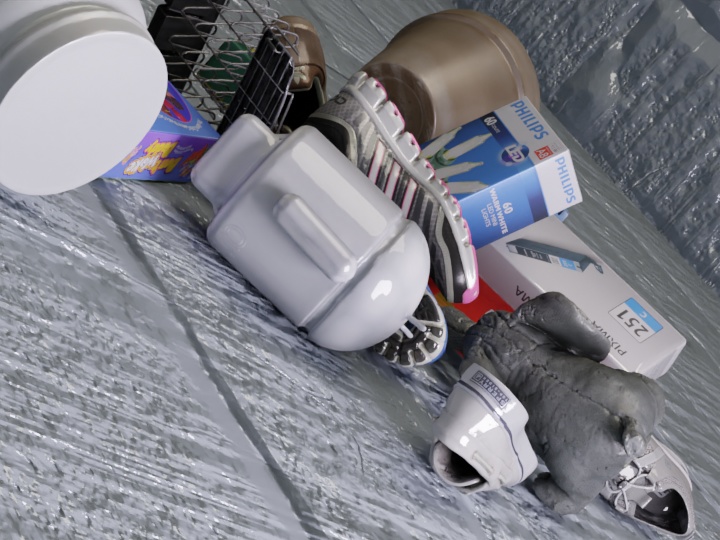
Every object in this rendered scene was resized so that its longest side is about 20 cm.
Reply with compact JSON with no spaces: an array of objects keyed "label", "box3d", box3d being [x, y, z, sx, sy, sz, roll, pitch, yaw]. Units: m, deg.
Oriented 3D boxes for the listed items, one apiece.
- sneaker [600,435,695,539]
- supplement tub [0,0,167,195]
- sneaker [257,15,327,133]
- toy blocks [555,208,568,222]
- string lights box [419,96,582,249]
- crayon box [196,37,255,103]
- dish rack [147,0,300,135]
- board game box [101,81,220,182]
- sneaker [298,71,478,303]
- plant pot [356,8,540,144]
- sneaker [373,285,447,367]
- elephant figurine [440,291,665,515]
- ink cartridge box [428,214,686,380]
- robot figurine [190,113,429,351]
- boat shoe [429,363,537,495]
[{"label":"sneaker","box3d":[0.230,0.167,1.741,0.199,0.075,0.082,32,22,-32]},{"label":"supplement tub","box3d":[-0.217,-0.156,1.214,0.200,0.145,0.144,51,14,30]},{"label":"sneaker","box3d":[-0.058,-0.113,1.654,0.201,0.070,0.076,84,-2,-50]},{"label":"toy blocks","box3d":[0.150,-0.037,2.021,0.100,0.137,0.200,42,13,-5]},{"label":"string lights box","box3d":[0.078,-0.064,1.724,0.103,0.199,0.059,-121,-173,-53]},{"label":"crayon box","box3d":[-0.050,-0.122,1.864,0.200,0.052,0.126,49,13,22]},{"label":"dish rack","box3d":[-0.106,-0.160,1.587,0.054,0.154,0.200,3,37,-39]},{"label":"board game box","box3d":[-0.189,-0.128,1.447,0.135,0.045,0.200,46,12,11]},{"label":"sneaker","box3d":[0.017,-0.050,1.527,0.201,0.087,0.074,58,-12,14]},{"label":"plant pot","box3d":[0.071,-0.175,2.181,0.200,0.200,0.173,46,30,14]},{"label":"sneaker","box3d":[0.000,0.000,1.598,0.201,0.078,0.089,54,4,17]},{"label":"elephant figurine","box3d":[0.133,0.085,1.585,0.200,0.155,0.141,44,37,6]},{"label":"ink cartridge box","box3d":[0.156,0.037,1.723,0.200,0.045,0.176,44,43,18]},{"label":"robot figurine","box3d":[-0.030,-0.023,1.444,0.200,0.113,0.170,43,4,0]},{"label":"boat shoe","box3d":[0.081,0.126,1.419,0.072,0.066,0.200,42,-10,12]}]
